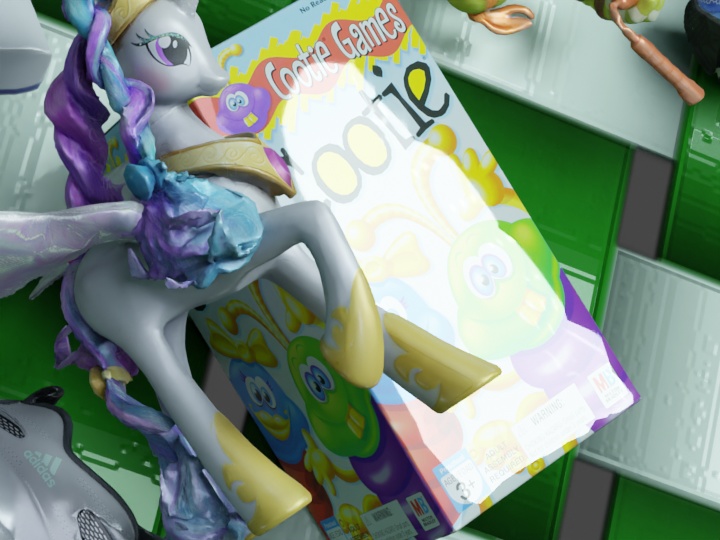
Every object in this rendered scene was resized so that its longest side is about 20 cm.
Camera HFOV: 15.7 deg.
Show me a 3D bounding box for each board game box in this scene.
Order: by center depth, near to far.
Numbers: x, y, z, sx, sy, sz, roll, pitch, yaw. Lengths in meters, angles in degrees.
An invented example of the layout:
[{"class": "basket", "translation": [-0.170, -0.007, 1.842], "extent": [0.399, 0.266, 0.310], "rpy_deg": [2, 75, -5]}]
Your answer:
[{"class": "board game box", "translation": [0.000, 0.000, 1.024], "extent": [0.105, 0.103, 0.201], "rpy_deg": [-32, 90, -28]}]

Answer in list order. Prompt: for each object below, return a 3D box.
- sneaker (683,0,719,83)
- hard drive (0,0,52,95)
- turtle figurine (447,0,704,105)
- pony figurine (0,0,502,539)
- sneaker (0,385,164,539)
[{"class": "sneaker", "translation": [0.238, -0.128, 1.172], "extent": [0.198, 0.079, 0.090], "rpy_deg": [-6, 76, -13]}, {"class": "hard drive", "translation": [-0.205, -0.145, 0.965], "extent": [0.131, 0.025, 0.201], "rpy_deg": [-3, 52, -31]}, {"class": "turtle figurine", "translation": [0.074, -0.159, 1.125], "extent": [0.199, 0.064, 0.162], "rpy_deg": [29, 58, -5]}, {"class": "pony figurine", "translation": [-0.076, -0.001, 0.914], "extent": [0.201, 0.193, 0.166], "rpy_deg": [56, 27, 3]}, {"class": "sneaker", "translation": [-0.111, 0.136, 0.950], "extent": [0.139, 0.078, 0.201], "rpy_deg": [-11, 81, -25]}]
